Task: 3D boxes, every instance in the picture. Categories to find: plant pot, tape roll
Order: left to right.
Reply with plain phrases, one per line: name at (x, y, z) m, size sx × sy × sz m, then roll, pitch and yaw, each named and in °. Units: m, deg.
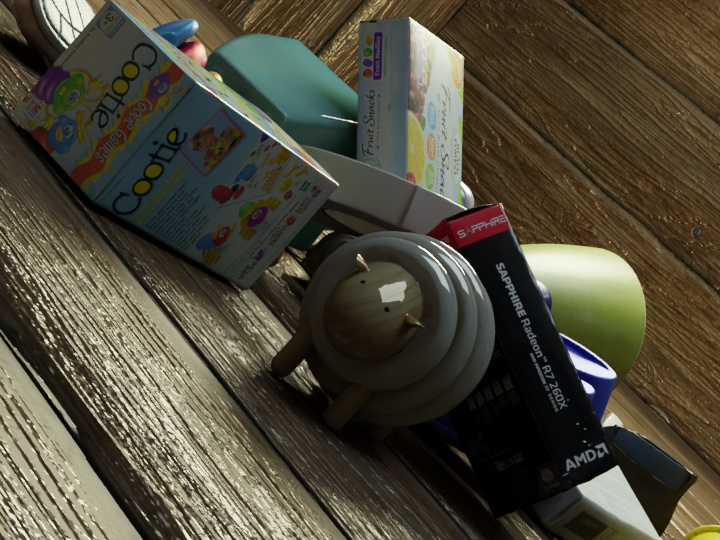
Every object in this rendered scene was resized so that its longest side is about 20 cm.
plant pot at (-0.087, -0.119, 1.736) m, size 0.141 × 0.141 × 0.200 m, roll 44°, pitch 11°, yaw 15°
tape roll at (0.024, -0.041, 1.552) m, size 0.202 × 0.037 × 0.203 m, roll 23°, pitch -6°, yaw 3°
plant pot at (0.187, 0.047, 2.262) m, size 0.200 × 0.187 × 0.187 m, roll 15°, pitch 23°, yaw -43°

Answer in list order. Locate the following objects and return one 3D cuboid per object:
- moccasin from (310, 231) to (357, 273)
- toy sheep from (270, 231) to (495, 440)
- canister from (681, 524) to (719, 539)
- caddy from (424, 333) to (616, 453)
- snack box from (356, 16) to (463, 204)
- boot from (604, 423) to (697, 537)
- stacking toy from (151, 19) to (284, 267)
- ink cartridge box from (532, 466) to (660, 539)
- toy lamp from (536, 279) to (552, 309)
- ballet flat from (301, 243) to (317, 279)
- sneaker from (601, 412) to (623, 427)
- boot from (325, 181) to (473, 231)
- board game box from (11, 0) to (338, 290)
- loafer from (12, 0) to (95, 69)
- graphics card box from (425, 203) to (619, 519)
moccasin at (0.032, 0.041, 1.645) m, size 0.201 × 0.074 × 0.078 m, roll 39°, pitch 2°, yaw -24°
toy sheep at (0.023, 0.040, 1.299) m, size 0.138 × 0.138 × 0.200 m, roll 44°, pitch 6°, yaw 15°
canister at (0.311, 0.285, 1.650) m, size 0.149 × 0.087 × 0.200 m, roll 43°, pitch 7°, yaw 10°
caddy at (0.097, 0.093, 1.538) m, size 0.200 × 0.105 × 0.141 m, roll 30°, pitch 16°, yaw 16°
snack box at (0.044, -0.105, 1.746) m, size 0.053 × 0.200 × 0.142 m, roll -1°, pitch -8°, yaw 21°
boot at (0.207, 0.161, 1.805) m, size 0.200 × 0.097 × 0.075 m, roll 44°, pitch 6°, yaw 17°
stacking toy at (-0.123, -0.084, 1.517) m, size 0.200 × 0.116 × 0.110 m, roll 55°, pitch -1°, yaw -8°
ink cartridge box at (0.162, 0.145, 1.679) m, size 0.162 × 0.057 × 0.200 m, roll 33°, pitch 20°, yaw -52°
toy lamp at (0.132, 0.013, 1.916) m, size 0.058 × 0.058 × 0.200 m, roll 44°, pitch 5°, yaw 21°
ballet flat at (0.000, 0.000, 1.772) m, size 0.200 × 0.068 × 0.075 m, roll -28°, pitch 103°, yaw -71°
sneaker at (0.245, 0.200, 1.929) m, size 0.105 × 0.075 × 0.200 m, roll 52°, pitch 3°, yaw 2°
boot at (0.002, -0.066, 1.934) m, size 0.200 × 0.074 × 0.096 m, roll 0°, pitch -5°, yaw 24°
board game box at (-0.122, -0.081, 1.366) m, size 0.103 × 0.105 × 0.200 m, roll 45°, pitch 5°, yaw 31°
loafer at (-0.240, -0.185, 1.642) m, size 0.200 × 0.063 × 0.072 m, roll 13°, pitch 63°, yaw -73°
graphics card box at (0.095, 0.065, 1.397) m, size 0.200 × 0.051 × 0.125 m, roll 67°, pitch -25°, yaw 9°
